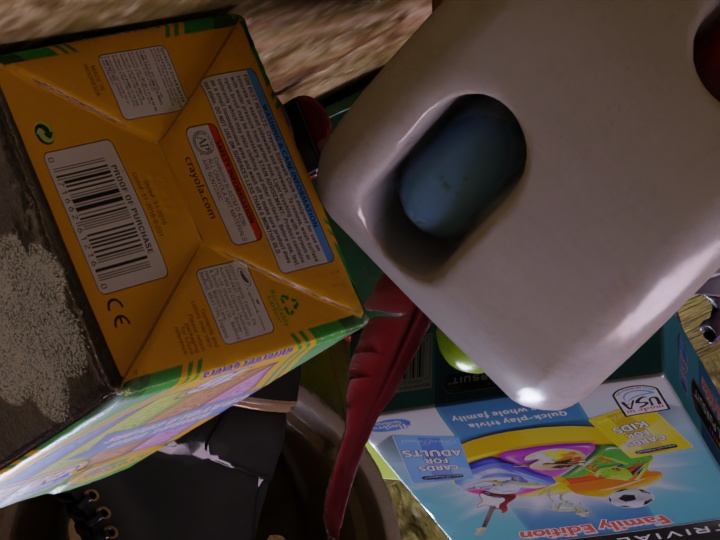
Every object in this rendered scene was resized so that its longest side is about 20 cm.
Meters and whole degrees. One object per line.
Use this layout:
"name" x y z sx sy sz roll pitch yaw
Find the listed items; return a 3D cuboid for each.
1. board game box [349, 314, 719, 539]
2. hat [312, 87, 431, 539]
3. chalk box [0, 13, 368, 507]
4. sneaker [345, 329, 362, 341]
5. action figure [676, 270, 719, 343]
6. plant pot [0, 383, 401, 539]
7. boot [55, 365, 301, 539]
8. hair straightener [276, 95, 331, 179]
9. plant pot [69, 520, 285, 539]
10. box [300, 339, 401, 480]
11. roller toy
"board game box" 0.099 0.084 1.351 0.150 0.047 0.200 -9 149 19
"hat" 0.038 0.012 1.250 0.199 0.177 0.166 -23 172 -9
"chalk box" -0.119 0.012 1.003 0.124 0.125 0.200 -16 169 -45
"sneaker" 0.000 0.000 1.379 0.200 0.085 0.077 -27 176 -40
"action figure" 0.127 0.016 1.380 0.130 0.070 0.200 -5 178 5
"plant pot" -0.086 0.139 1.363 0.200 0.201 0.183 -23 180 -4
"boot" -0.123 0.096 1.211 0.199 0.139 0.077 6 -177 -24
"hair straightener" -0.109 -0.023 1.149 0.199 0.041 0.077 -22 168 24
"plant pot" -0.104 0.135 1.571 0.186 0.201 0.186 -24 172 -4
"box" 0.058 0.052 1.474 0.199 0.122 0.048 7 140 -29
"roller toy" 0.082 -0.058 0.990 0.200 0.140 0.182 -45 177 0
